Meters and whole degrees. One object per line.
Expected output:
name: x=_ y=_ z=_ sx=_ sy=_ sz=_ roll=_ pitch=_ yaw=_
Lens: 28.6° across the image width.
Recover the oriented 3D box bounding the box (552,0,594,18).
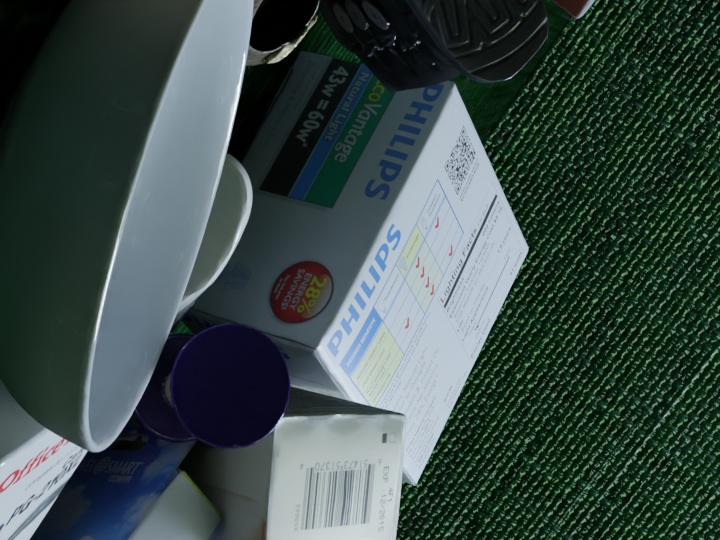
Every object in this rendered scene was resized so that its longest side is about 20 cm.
box: x=0.102 y=-0.247 z=0.653 sx=0.107 sy=0.152 sz=0.200 roll=-51 pitch=174 yaw=-30

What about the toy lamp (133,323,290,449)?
toy lamp: x=-0.079 y=0.055 z=0.675 sx=0.058 sy=0.058 sz=0.200 roll=-52 pitch=-172 yaw=-15

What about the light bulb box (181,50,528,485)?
light bulb box: x=0.000 y=0.000 z=0.934 sx=0.200 sy=0.124 sz=0.200 roll=-62 pitch=148 yaw=-20

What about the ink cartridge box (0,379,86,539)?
ink cartridge box: x=-0.198 y=0.106 z=0.623 sx=0.201 sy=0.084 sz=0.145 roll=-55 pitch=176 yaw=20

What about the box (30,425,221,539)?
box: x=-0.161 y=0.172 z=0.746 sx=0.121 sy=0.048 sz=0.201 roll=-5 pitch=-140 yaw=48

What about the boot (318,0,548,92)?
boot: x=0.011 y=-0.166 z=0.693 sx=0.065 sy=0.166 sz=0.200 roll=-27 pitch=-168 yaw=-5

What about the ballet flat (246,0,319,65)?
ballet flat: x=-0.039 y=-0.138 z=0.682 sx=0.068 sy=0.046 sz=0.200 roll=-52 pitch=175 yaw=-12

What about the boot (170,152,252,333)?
boot: x=-0.128 y=0.008 z=0.780 sx=0.200 sy=0.073 sz=0.090 roll=-46 pitch=-178 yaw=12

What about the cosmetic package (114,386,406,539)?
cosmetic package: x=-0.077 y=0.111 z=0.832 sx=0.102 sy=0.199 sz=0.089 roll=3 pitch=94 yaw=-41

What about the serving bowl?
serving bowl: x=-0.100 y=-0.036 z=0.551 sx=0.200 sy=0.065 sz=0.203 roll=18 pitch=90 yaw=-89
